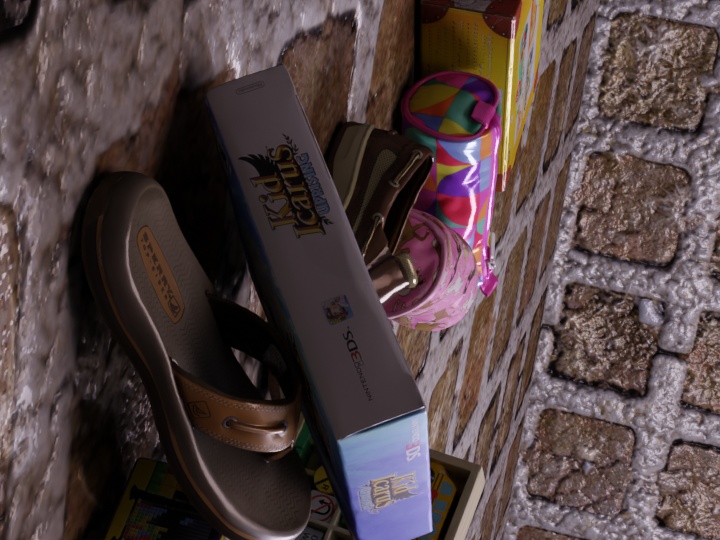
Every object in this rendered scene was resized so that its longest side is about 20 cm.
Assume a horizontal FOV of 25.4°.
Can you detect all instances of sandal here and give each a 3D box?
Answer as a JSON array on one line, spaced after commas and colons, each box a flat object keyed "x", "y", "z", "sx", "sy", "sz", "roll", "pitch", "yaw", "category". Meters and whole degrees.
[{"x": -0.057, "y": 0.042, "z": 0.695, "sx": 0.082, "sy": 0.054, "sz": 0.201, "roll": -71, "pitch": 146, "yaw": -56, "category": "sandal"}]

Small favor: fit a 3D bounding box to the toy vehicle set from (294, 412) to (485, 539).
[{"x": -0.017, "y": 0.190, "z": 0.958, "sx": 0.027, "sy": 0.124, "sz": 0.201, "roll": 73, "pitch": 37, "yaw": -58, "category": "toy vehicle set"}]

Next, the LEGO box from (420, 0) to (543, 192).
[{"x": 0.102, "y": -0.189, "z": 1.323, "sx": 0.200, "sy": 0.077, "sz": 0.149, "roll": 88, "pitch": 17, "yaw": -50, "category": "LEGO box"}]

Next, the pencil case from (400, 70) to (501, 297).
[{"x": 0.074, "y": -0.065, "z": 1.294, "sx": 0.200, "sy": 0.088, "sz": 0.089, "roll": 85, "pitch": 20, "yaw": -49, "category": "pencil case"}]

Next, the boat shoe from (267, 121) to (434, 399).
[{"x": -0.001, "y": -0.003, "z": 1.019, "sx": 0.075, "sy": 0.074, "sz": 0.203, "roll": 74, "pitch": 30, "yaw": -66, "category": "boat shoe"}]

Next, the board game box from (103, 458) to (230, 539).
[{"x": -0.104, "y": 0.218, "z": 0.750, "sx": 0.166, "sy": 0.056, "sz": 0.201, "roll": 85, "pitch": 20, "yaw": -51, "category": "board game box"}]

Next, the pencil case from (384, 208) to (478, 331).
[{"x": 0.036, "y": 0.001, "z": 1.184, "sx": 0.200, "sy": 0.082, "sz": 0.087, "roll": 31, "pitch": 80, "yaw": -79, "category": "pencil case"}]

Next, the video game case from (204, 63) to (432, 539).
[{"x": -0.018, "y": 0.028, "z": 0.784, "sx": 0.200, "sy": 0.045, "sz": 0.182, "roll": 83, "pitch": -15, "yaw": -65, "category": "video game case"}]
